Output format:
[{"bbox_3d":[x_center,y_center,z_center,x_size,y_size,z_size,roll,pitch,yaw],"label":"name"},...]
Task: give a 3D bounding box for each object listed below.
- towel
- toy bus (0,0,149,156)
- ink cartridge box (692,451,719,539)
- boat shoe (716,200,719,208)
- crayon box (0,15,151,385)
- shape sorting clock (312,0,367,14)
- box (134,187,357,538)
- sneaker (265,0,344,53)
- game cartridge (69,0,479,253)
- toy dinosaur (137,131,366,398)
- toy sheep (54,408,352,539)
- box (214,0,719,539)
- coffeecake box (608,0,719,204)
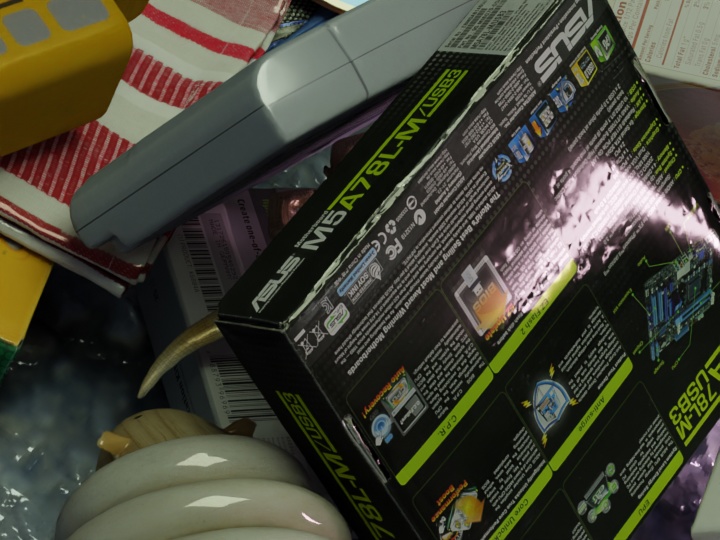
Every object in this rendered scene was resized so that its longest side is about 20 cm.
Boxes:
[{"bbox_3d":[-0.119,-0.091,1.153,0.144,0.023,0.200,28,46,-4],"label":"towel"},{"bbox_3d":[-0.159,-0.083,1.071,0.200,0.065,0.078,-24,68,-36],"label":"toy bus"},{"bbox_3d":[0.260,0.099,1.110,0.146,0.199,0.147,62,36,-31],"label":"ink cartridge box"},{"bbox_3d":[0.116,-0.047,1.286,0.071,0.070,0.200,-45,54,-12],"label":"boat shoe"},{"bbox_3d":[-0.171,-0.046,1.144,0.118,0.058,0.200,24,46,-8],"label":"crayon box"},{"bbox_3d":[0.021,-0.206,1.255,0.199,0.039,0.201,5,73,-15],"label":"shape sorting clock"},{"bbox_3d":[0.013,0.036,1.183,0.199,0.041,0.156,-2,55,-27],"label":"box"},{"bbox_3d":[-0.014,-0.135,1.289,0.078,0.075,0.200,36,45,8],"label":"sneaker"},{"bbox_3d":[-0.011,-0.072,1.099,0.042,0.133,0.200,56,39,3],"label":"game cartridge"},{"bbox_3d":[0.000,0.000,1.139,0.199,0.058,0.101,-1,55,-27],"label":"toy dinosaur"},{"bbox_3d":[-0.055,0.136,1.004,0.137,0.138,0.200,-2,55,-28],"label":"toy sheep"},{"bbox_3d":[0.059,0.020,1.052,0.200,0.047,0.193,-51,128,-26],"label":"box"},{"bbox_3d":[0.182,-0.073,1.136,0.199,0.154,0.073,15,77,22],"label":"coffeecake box"}]
